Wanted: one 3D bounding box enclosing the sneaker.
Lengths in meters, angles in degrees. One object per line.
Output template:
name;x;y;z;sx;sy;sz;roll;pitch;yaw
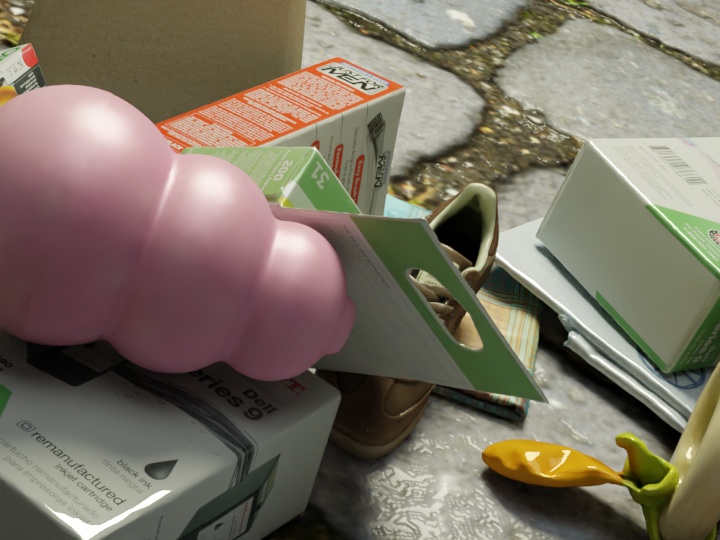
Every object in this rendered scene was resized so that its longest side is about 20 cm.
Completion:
sneaker;0.028;0.021;1.090;0.070;0.076;0.201;25;45;5

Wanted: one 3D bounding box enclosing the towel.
towel;0.049;0.015;1.198;0.145;0.022;0.201;18;31;-1

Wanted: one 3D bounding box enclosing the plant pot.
plant pot;-0.122;-0.180;1.241;0.198;0.178;0.200;16;26;-9

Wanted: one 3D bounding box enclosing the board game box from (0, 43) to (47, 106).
board game box;-0.216;-0.032;1.024;0.034;0.127;0.200;-10;22;22

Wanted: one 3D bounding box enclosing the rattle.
rattle;0.179;0.050;1.038;0.142;0.201;0.130;31;32;20

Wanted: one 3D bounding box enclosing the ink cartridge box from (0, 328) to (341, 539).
ink cartridge box;-0.127;0.087;0.916;0.145;0.085;0.199;32;33;22

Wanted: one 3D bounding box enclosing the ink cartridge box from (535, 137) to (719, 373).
ink cartridge box;0.241;-0.016;1.240;0.199;0.088;0.145;-7;44;-42

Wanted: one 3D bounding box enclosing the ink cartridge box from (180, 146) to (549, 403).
ink cartridge box;0.000;0.000;0.973;0.199;0.146;0.048;3;52;42

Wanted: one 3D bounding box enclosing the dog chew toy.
dog chew toy;-0.097;-0.008;0.892;0.198;0.125;0.125;21;30;-9

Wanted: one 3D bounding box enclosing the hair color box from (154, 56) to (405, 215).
hair color box;-0.062;-0.049;1.127;0.064;0.112;0.199;29;35;30

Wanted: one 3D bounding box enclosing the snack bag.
snack bag;0.188;0.022;1.248;0.200;0.022;0.188;39;33;22
